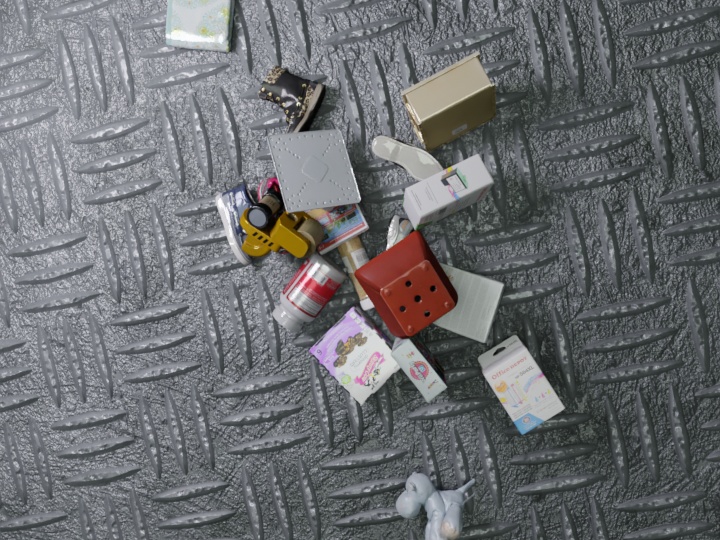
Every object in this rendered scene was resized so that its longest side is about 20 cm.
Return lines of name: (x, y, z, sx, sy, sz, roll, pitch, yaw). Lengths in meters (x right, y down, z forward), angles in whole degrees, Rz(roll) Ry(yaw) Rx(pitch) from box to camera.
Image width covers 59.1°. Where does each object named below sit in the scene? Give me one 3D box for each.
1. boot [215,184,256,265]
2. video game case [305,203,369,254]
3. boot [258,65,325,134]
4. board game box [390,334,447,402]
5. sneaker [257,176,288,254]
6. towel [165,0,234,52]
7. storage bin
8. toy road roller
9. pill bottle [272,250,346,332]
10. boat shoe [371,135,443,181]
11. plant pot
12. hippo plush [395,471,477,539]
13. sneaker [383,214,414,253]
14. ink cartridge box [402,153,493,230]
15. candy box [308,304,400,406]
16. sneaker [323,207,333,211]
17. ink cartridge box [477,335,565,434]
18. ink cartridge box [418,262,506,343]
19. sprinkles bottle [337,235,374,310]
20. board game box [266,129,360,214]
boot: (-0.306, -0.122, 1.667, 0.090, 0.073, 0.202, -21, 91, 12)
video game case: (-0.080, -0.158, 1.635, 0.142, 0.017, 0.201, -28, 69, 7)
boot: (-0.194, -0.419, 1.634, 0.150, 0.073, 0.201, 28, 88, 3)
board game box: (0.146, 0.229, 1.580, 0.064, 0.200, 0.148, -38, 90, 8)
sneaker: (-0.221, -0.141, 1.644, 0.080, 0.075, 0.202, -15, 94, -24)
towel: (-0.417, -0.680, 1.658, 0.169, 0.048, 0.202, 6, 94, 6)
storage bin: (0.221, -0.397, 1.541, 0.199, 0.199, 0.094, -27, 74, 6)
toy road roller: (-0.205, -0.088, 1.567, 0.199, 0.123, 0.146, 34, 120, -3)
pill bottle: (-0.136, 0.058, 1.642, 0.112, 0.112, 0.201, 39, 97, 2)
boat shoe: (0.123, -0.286, 1.622, 0.199, 0.060, 0.074, 24, 109, 5)
plant pot: (0.124, 0.048, 1.526, 0.199, 0.176, 0.201, -33, 102, 0)
hippo plush: (0.179, 0.600, 1.621, 0.160, 0.159, 0.201, 33, 97, 2)
sneaker: (0.094, -0.038, 1.635, 0.079, 0.074, 0.202, 12, 94, 0)
ink cartridge box: (0.211, -0.189, 1.558, 0.199, 0.145, 0.085, -26, 81, -4)
candy box: (-0.005, 0.220, 1.659, 0.168, 0.072, 0.200, -44, 88, 6)
sneaker: (-0.115, -0.247, 1.620, 0.115, 0.075, 0.200, -47, 68, -1)
ink cartridge box: (0.395, 0.280, 1.596, 0.128, 0.125, 0.201, -33, 90, 7)
ink cartridge box: (0.259, 0.080, 1.650, 0.199, 0.050, 0.164, 20, 96, 22)
sprinkles bottle: (0.000, 0.000, 1.647, 0.068, 0.068, 0.202, -23, 91, 7)
board game box: (-0.116, -0.245, 1.563, 0.198, 0.026, 0.202, -11, 78, -26)
